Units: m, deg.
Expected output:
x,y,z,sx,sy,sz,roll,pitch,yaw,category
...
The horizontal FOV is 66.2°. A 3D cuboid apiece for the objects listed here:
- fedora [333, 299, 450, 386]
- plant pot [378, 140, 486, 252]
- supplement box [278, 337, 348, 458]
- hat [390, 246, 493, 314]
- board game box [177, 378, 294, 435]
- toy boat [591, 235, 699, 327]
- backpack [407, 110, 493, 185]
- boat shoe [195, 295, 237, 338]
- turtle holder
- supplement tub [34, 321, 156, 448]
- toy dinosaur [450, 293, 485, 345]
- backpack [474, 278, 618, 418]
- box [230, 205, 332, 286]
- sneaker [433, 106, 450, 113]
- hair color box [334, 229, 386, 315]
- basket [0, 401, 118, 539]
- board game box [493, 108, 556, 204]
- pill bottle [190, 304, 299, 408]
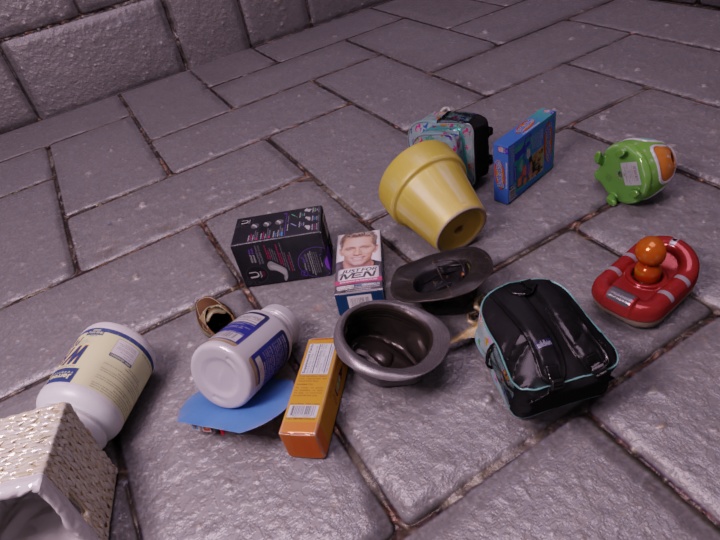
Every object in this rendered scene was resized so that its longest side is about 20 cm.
x,y,z,sx,sy,sz,roll,pitch,yaw,category
0.049,0.138,0.949,0.199,0.091,0.177,14,43,16,fedora
0.168,-0.147,1.205,0.200,0.201,0.189,-24,56,-14,plant pot
-0.073,0.207,0.924,0.068,0.067,0.201,-2,39,17,supplement box
0.160,0.034,1.053,0.199,0.081,0.201,-15,28,8,hat
-0.203,0.237,0.937,0.199,0.039,0.158,1,20,27,board game box
0.507,-0.004,0.972,0.199,0.131,0.130,-33,44,-24,toy boat
0.209,-0.301,1.379,0.199,0.179,0.150,22,45,40,backpack
-0.279,0.101,1.100,0.075,0.074,0.200,-30,42,-22,boat shoe
0.604,-0.217,1.219,0.131,0.186,0.142,-20,71,-9,turtle holder
-0.463,0.207,0.964,0.144,0.146,0.201,-2,39,13,supplement tub
0.221,0.097,0.985,0.198,0.058,0.101,-10,40,3,toy dinosaur
0.275,0.118,0.866,0.175,0.154,0.201,-17,54,-6,backpack
-0.169,-0.053,1.219,0.198,0.123,0.106,-8,39,4,box
0.208,-0.403,1.574,0.075,0.087,0.200,13,46,26,sneaker
0.000,0.000,1.160,0.099,0.061,0.201,-7,38,6,hair color box
-0.485,0.327,0.789,0.199,0.199,0.161,-16,35,-4,basket
0.391,-0.273,1.314,0.200,0.153,0.045,-36,44,-28,board game box
-0.190,0.138,0.969,0.119,0.121,0.200,6,21,21,pill bottle
